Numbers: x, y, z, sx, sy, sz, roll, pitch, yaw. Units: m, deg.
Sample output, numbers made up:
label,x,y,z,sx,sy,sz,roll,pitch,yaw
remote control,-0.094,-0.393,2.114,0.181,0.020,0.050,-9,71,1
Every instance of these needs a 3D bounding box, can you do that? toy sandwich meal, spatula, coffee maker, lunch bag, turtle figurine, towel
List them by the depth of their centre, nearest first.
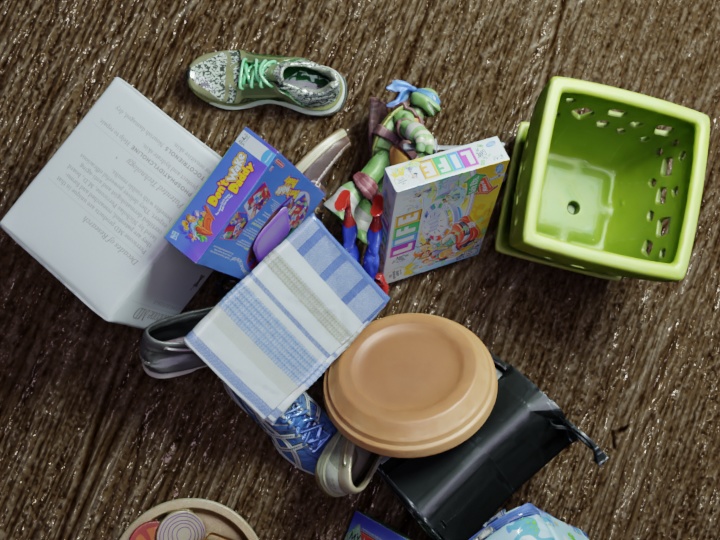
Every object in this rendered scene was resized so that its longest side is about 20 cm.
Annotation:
label,x,y,z,sx,sy,sz,roll,pitch,yaw
towel,-0.078,0.055,1.015,0.200,0.024,0.147,-45,113,-5
lunch bag,0.176,0.346,1.036,0.161,0.200,0.083,-43,48,15
toy sandwich meal,-0.190,0.360,1.052,0.203,0.070,0.207,1,84,-8
coffee maker,0.134,0.214,1.053,0.200,0.192,0.135,-43,107,-8
spatula,-0.081,-0.001,1.054,0.020,0.200,0.057,31,70,29
turtle figurine,0.065,-0.109,1.099,0.200,0.144,0.194,41,90,-10

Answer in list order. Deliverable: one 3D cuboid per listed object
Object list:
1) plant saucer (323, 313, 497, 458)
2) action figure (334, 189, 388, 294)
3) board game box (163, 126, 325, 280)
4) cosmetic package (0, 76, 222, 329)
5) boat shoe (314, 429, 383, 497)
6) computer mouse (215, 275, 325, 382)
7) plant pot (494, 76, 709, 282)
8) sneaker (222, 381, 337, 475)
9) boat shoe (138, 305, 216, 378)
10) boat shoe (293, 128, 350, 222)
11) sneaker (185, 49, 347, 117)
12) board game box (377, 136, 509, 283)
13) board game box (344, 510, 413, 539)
label,x,y,z,sx,sy,sz,roll,pitch,yaw
plant saucer,0.054,0.118,1.046,0.198,0.038,0.201,-4,44,4
action figure,0.000,0.000,1.072,0.065,0.201,0.052,6,47,9
board game box,-0.115,-0.060,0.983,0.045,0.200,0.135,37,91,13
cosmetic package,-0.241,-0.063,1.016,0.166,0.167,0.200,38,88,11
boat shoe,0.018,0.172,1.076,0.072,0.065,0.201,45,56,-22
computer mouse,-0.092,0.071,1.121,0.200,0.034,0.059,37,65,4
plant pot,0.274,-0.093,1.110,0.198,0.181,0.202,13,82,-7
sneaker,-0.084,0.175,1.084,0.200,0.077,0.076,39,79,-4
boat shoe,-0.151,0.067,1.044,0.199,0.057,0.067,-16,48,-24
boat shoe,-0.073,-0.082,1.120,0.072,0.072,0.200,42,84,-9
sneaker,-0.111,-0.237,1.118,0.198,0.089,0.078,3,84,-7
board game box,0.087,-0.064,1.069,0.134,0.200,0.034,-17,63,-13
board game box,0.028,0.359,1.021,0.029,0.200,0.135,26,80,-28
